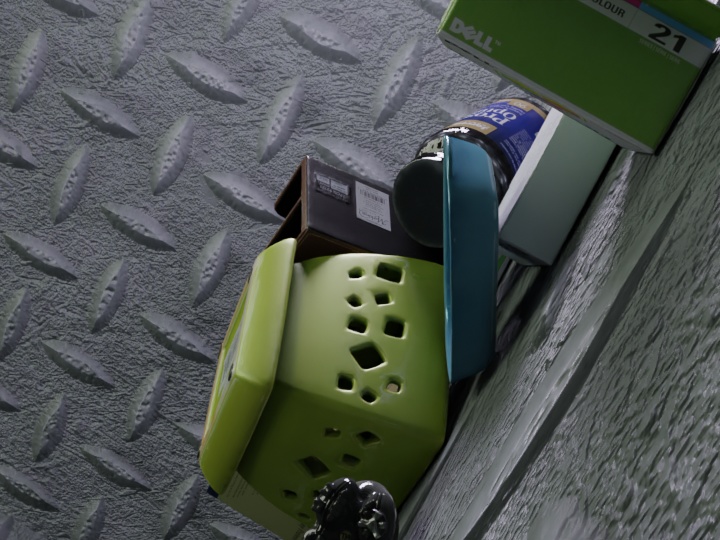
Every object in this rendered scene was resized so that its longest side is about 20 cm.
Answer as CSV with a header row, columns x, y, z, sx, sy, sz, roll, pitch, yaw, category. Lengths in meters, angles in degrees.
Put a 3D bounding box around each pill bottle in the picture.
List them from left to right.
x,y,z,sx,sy,sz,roll,pitch,yaw,category
0.117,-0.095,1.022,0.199,0.111,0.113,-33,-24,-51,pill bottle

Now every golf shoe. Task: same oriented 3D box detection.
x,y,z,sx,sy,sz,roll,pitch,yaw,category
-0.026,0.241,0.713,0.202,0.077,0.094,-59,-20,-2,golf shoe

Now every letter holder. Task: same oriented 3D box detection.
x,y,z,sx,sy,sz,roll,pitch,yaw,category
0.000,0.000,1.040,0.142,0.198,0.102,-50,30,38,letter holder

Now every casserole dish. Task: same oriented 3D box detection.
x,y,z,sx,sy,sz,roll,pitch,yaw,category
0.083,-0.008,0.799,0.122,0.038,0.203,-88,-5,-55,casserole dish

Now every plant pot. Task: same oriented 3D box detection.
x,y,z,sx,sy,sz,roll,pitch,yaw,category
-0.037,0.102,0.938,0.201,0.179,0.201,117,165,-44,plant pot

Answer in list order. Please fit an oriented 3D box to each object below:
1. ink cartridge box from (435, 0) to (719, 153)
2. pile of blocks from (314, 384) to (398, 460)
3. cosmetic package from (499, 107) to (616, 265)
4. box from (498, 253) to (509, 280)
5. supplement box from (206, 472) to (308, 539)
x,y,z,sx,sy,sz,roll,pitch,yaw,category
0.119,-0.132,0.582,0.076,0.146,0.200,-61,-2,12,ink cartridge box
-0.003,0.176,1.094,0.198,0.083,0.062,-24,-6,-24,pile of blocks
0.159,-0.081,0.851,0.153,0.051,0.200,-64,-2,2,cosmetic package
0.102,0.008,1.201,0.202,0.096,0.177,-60,-2,-9,box
-0.088,0.275,1.516,0.135,0.198,0.201,-57,-4,-49,supplement box
